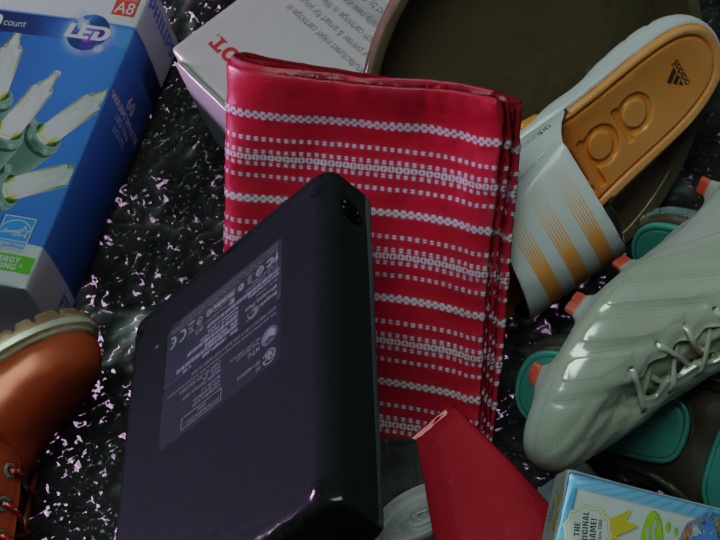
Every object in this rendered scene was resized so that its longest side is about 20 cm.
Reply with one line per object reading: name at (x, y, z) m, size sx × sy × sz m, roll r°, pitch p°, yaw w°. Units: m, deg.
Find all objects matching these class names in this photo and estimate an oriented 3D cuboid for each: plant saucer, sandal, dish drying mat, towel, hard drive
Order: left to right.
hard drive at (-0.051, 0.064, 0.815) m, size 0.139 × 0.033 × 0.201 m, roll -38°, pitch 32°, yaw 27°
towel at (0.000, 0.000, 0.895) m, size 0.143 × 0.202 × 0.022 m, roll 10°, pitch 24°, yaw 16°
plant saucer at (0.084, -0.088, 0.931) m, size 0.200 × 0.201 × 0.029 m, roll -37°, pitch 30°, yaw -12°
dish drying mat at (0.076, 0.152, 0.840) m, size 0.077 × 0.018 × 0.200 m, roll -38°, pitch 61°, yaw -9°
sandal at (0.108, -0.044, 0.909) m, size 0.207 × 0.079 × 0.059 m, roll -45°, pitch 32°, yaw -7°

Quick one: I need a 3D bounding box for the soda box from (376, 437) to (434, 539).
soda box at (-0.002, 0.175, 0.813) m, size 0.063 × 0.070 × 0.202 m, roll -27°, pitch 66°, yaw 43°

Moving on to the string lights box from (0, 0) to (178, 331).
string lights box at (-0.183, -0.068, 1.036) m, size 0.102 × 0.059 × 0.201 m, roll 9°, pitch 62°, yaw 17°

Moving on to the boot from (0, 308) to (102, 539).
boot at (-0.182, 0.114, 0.926) m, size 0.107 × 0.075 × 0.200 m, roll 38°, pitch 81°, yaw 24°

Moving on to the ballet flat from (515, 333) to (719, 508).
ballet flat at (0.165, 0.079, 0.872) m, size 0.199 × 0.068 × 0.068 m, roll 29°, pitch 105°, yaw 28°

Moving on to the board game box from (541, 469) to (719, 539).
board game box at (0.125, 0.196, 0.770) m, size 0.133 × 0.034 × 0.202 m, roll 14°, pitch 79°, yaw -1°

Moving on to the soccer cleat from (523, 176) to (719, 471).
soccer cleat at (0.150, 0.020, 0.835) m, size 0.077 × 0.070 × 0.200 m, roll 33°, pitch 65°, yaw 29°

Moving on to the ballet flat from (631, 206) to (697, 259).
ballet flat at (0.223, 0.024, 0.907) m, size 0.200 × 0.074 × 0.074 m, roll 37°, pitch 72°, yaw 25°

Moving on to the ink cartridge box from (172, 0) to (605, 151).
ink cartridge box at (0.024, -0.112, 1.004) m, size 0.200 × 0.085 × 0.146 m, roll -38°, pitch 56°, yaw -11°

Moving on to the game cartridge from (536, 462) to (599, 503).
game cartridge at (0.102, 0.195, 0.839) m, size 0.133 × 0.042 × 0.200 m, roll -30°, pitch 59°, yaw -12°
